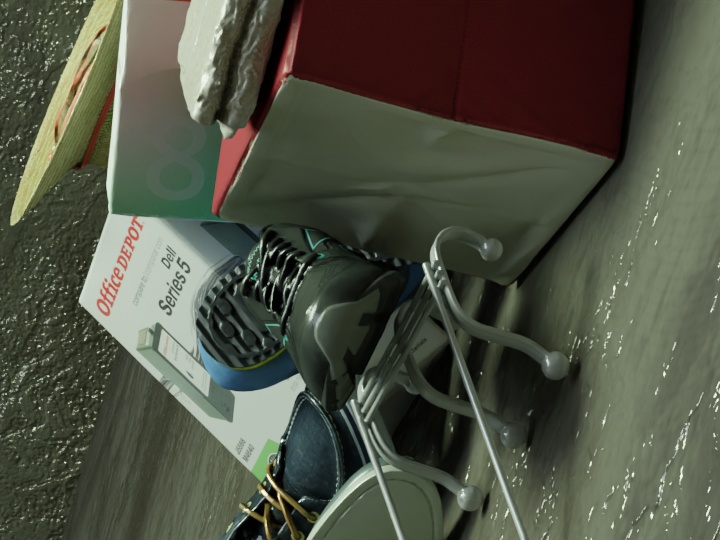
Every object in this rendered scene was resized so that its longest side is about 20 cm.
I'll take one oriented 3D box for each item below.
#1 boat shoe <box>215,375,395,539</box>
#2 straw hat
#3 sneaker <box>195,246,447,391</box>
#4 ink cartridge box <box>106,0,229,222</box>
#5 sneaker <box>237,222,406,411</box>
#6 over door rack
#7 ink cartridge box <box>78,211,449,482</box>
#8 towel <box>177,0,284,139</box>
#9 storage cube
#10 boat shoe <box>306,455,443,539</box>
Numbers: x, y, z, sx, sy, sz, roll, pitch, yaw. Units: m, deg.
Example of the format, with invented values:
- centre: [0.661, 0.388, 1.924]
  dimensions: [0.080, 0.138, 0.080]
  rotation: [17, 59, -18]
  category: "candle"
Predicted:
- centre: [-0.034, 0.133, 1.416]
  dimensions: [0.071, 0.091, 0.201]
  rotation: [51, 156, 34]
  category: "boat shoe"
- centre: [-0.139, -0.097, 1.560]
  dimensions: [0.201, 0.085, 0.202]
  rotation: [-158, 90, -79]
  category: "straw hat"
- centre: [0.000, 0.000, 1.401]
  dimensions: [0.066, 0.200, 0.078]
  rotation: [55, 176, 21]
  category: "sneaker"
- centre: [-0.053, -0.124, 1.412]
  dimensions: [0.050, 0.160, 0.201]
  rotation: [-112, 27, -65]
  category: "ink cartridge box"
- centre: [-0.025, 0.019, 1.255]
  dimensions: [0.076, 0.079, 0.200]
  rotation: [-62, 1, 1]
  category: "sneaker"
- centre: [0.052, 0.102, 1.218]
  dimensions: [0.148, 0.066, 0.200]
  rotation: [115, 153, -54]
  category: "over door rack"
- centre: [-0.062, 0.028, 1.517]
  dimensions: [0.084, 0.200, 0.146]
  rotation: [-40, -13, -33]
  category: "ink cartridge box"
- centre: [-0.046, -0.170, 1.233]
  dimensions: [0.133, 0.034, 0.201]
  rotation: [-114, 39, -70]
  category: "towel"
- centre: [0.034, -0.118, 1.297]
  dimensions: [0.200, 0.170, 0.180]
  rotation: [125, 156, -62]
  category: "storage cube"
- centre: [-0.001, 0.159, 1.383]
  dimensions: [0.062, 0.073, 0.200]
  rotation: [-86, 8, -47]
  category: "boat shoe"
